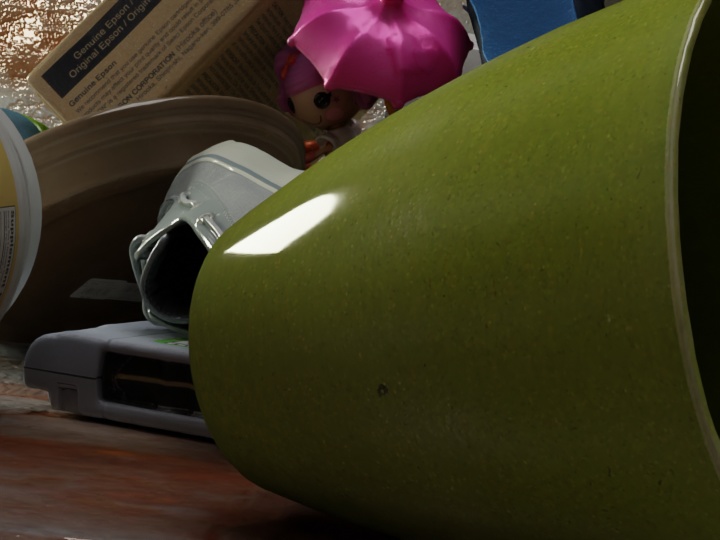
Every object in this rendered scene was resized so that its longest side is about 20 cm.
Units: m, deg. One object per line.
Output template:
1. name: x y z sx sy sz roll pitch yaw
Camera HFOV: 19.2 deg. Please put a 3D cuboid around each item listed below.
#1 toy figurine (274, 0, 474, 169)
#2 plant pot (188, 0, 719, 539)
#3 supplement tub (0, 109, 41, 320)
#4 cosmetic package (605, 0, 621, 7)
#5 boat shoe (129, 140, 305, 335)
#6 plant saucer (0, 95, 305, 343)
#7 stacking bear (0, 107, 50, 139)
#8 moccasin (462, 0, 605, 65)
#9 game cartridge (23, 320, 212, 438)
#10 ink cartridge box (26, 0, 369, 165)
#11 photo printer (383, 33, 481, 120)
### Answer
1. toy figurine: 0.007 -0.064 1.131 0.199 0.185 0.150 -2 18 46
2. plant pot: 0.051 0.016 0.649 0.199 0.189 0.187 -10 -4 35
3. supplement tub: -0.209 -0.018 0.794 0.144 0.147 0.200 6 5 10
4. cosmetic package: 0.203 -0.092 1.167 0.199 0.104 0.073 28 -2 0
5. boat shoe: -0.059 -0.008 0.869 0.071 0.071 0.201 -23 13 -18
6. plant saucer: -0.116 -0.017 1.014 0.199 0.030 0.200 -19 -21 -8
7. stacking bear: -0.191 -0.029 1.182 0.113 0.122 0.200 -26 -24 28
8. moccasin: 0.089 -0.115 1.072 0.080 0.069 0.200 -13 29 18
9. game cartridge: -0.021 0.048 0.878 0.199 0.041 0.133 8 2 27
10. ink cartridge box: -0.076 -0.110 1.207 0.075 0.165 0.200 44 -2 22
11. photo printer: 0.106 -0.045 1.245 0.198 0.168 0.069 13 5 6
